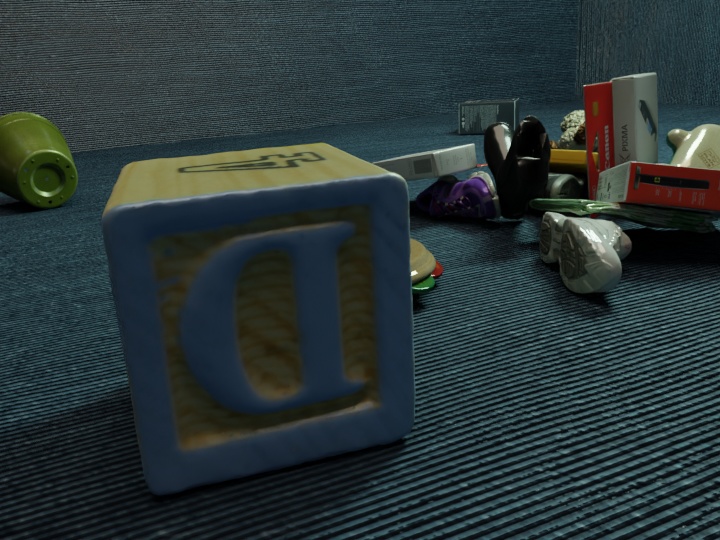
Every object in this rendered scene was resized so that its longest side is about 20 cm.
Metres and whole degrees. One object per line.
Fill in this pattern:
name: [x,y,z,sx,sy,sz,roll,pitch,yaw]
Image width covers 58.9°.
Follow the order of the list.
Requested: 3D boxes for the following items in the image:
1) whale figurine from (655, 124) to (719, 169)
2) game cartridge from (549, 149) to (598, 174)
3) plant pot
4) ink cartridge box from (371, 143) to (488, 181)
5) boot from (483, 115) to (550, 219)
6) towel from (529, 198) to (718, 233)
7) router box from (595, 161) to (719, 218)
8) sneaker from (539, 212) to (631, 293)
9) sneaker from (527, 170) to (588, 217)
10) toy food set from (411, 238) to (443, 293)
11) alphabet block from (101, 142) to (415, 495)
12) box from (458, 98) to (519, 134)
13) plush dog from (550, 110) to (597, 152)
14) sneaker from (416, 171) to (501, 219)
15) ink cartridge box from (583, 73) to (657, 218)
whale figurine: [0.538,-0.152,1.031,0.197,0.161,0.104,-23,-19,-23]
game cartridge: [0.368,-0.179,1.147,0.173,0.033,0.198,11,1,38]
plant pot: [-0.733,-0.232,1.438,0.197,0.205,0.192,-17,34,-36]
ink cartridge box: [0.142,-0.194,1.143,0.173,0.046,0.199,-16,11,-28]
boot: [0.231,-0.179,0.957,0.064,0.169,0.200,-13,-11,6]
towel: [0.352,-0.076,0.869,0.194,0.024,0.152,5,6,-11]
router box: [0.420,-0.103,0.842,0.175,0.050,0.200,8,6,11]
sneaker: [0.279,-0.029,0.751,0.096,0.080,0.201,0,19,1]
sneaker: [0.302,-0.122,1.037,0.112,0.078,0.199,3,16,26]
toy food set: [0.000,0.000,0.761,0.194,0.050,0.198,-15,20,-31]
alphabet block: [-0.080,0.015,0.495,0.191,0.201,0.200,-7,17,-16]
box: [0.455,-0.544,2.248,0.195,0.110,0.148,2,18,21]
plush dog: [0.559,-0.330,1.575,0.169,0.163,0.200,-26,-4,-20]
sneaker: [0.161,-0.112,1.066,0.082,0.082,0.199,-26,15,-20]
ink cartridge box: [0.414,-0.196,1.001,0.044,0.205,0.174,6,20,45]
